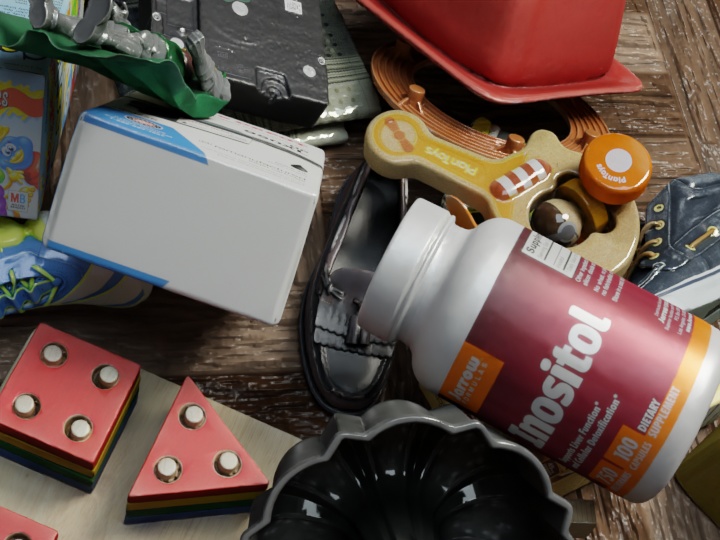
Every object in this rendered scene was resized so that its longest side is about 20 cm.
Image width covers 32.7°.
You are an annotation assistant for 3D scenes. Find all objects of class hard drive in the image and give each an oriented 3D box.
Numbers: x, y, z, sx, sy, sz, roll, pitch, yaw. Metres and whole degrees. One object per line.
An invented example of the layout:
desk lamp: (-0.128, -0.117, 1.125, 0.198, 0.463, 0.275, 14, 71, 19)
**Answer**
hard drive: (-0.098, -0.208, 0.918, 0.138, 0.038, 0.203, 10, 56, -26)

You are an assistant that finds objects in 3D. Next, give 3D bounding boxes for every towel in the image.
towel: (-0.099, -0.172, 0.960, 0.197, 0.035, 0.195, -12, 61, -18)

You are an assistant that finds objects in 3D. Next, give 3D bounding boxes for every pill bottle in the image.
pill bottle: (0.102, 0.042, 0.722, 0.198, 0.114, 0.114, 27, 57, 7)

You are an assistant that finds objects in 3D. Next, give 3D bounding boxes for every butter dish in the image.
butter dish: (0.119, -0.230, 0.939, 0.197, 0.149, 0.200, -11, 42, -41)

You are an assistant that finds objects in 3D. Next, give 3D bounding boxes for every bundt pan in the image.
bundt pan: (0.021, 0.164, 0.711, 0.198, 0.205, 0.076, 4, 15, -12)

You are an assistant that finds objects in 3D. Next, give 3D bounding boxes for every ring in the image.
ring: (0.103, -0.134, 0.942, 0.197, 0.019, 0.202, 14, 32, -9)

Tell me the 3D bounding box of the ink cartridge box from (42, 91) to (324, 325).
ink cartridge box: (-0.101, -0.049, 0.780, 0.142, 0.200, 0.085, 19, 101, -4)

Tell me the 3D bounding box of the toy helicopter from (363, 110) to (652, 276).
toy helicopter: (0.087, -0.045, 0.817, 0.198, 0.079, 0.133, 25, 65, 12)

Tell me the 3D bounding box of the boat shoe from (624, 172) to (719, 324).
boat shoe: (0.207, 0.000, 0.847, 0.198, 0.071, 0.091, -23, 63, -32)

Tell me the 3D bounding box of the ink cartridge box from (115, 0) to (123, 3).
ink cartridge box: (-0.249, -0.291, 0.970, 0.197, 0.042, 0.120, 23, 52, 5)

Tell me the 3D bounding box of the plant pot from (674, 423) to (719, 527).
plant pot: (0.367, 0.113, 0.804, 0.193, 0.201, 0.196, -35, 72, -29)

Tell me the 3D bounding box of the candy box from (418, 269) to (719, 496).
candy box: (0.154, 0.080, 0.854, 0.198, 0.056, 0.116, -20, 65, -23)

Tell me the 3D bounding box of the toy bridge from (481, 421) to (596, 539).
toy bridge: (0.108, 0.078, 0.794, 0.066, 0.027, 0.203, 4, 57, -8)

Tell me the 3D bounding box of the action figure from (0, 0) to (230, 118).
action figure: (-0.130, -0.130, 0.752, 0.117, 0.200, 0.055, 22, 92, 17)

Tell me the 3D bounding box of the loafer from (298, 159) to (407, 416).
loafer: (0.000, 0.000, 0.858, 0.071, 0.063, 0.203, 12, 57, -6)

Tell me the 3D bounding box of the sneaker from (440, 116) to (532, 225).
sneaker: (0.095, -0.028, 0.889, 0.083, 0.075, 0.202, 17, 57, 2)

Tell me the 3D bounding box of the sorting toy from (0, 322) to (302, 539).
sorting toy: (-0.149, 0.143, 0.730, 0.196, 0.070, 0.202, 23, 57, 0)

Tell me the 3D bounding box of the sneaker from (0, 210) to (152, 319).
sneaker: (-0.238, 0.013, 0.787, 0.197, 0.076, 0.106, 15, 59, 3)

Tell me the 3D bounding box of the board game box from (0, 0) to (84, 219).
board game box: (-0.246, -0.136, 0.811, 0.103, 0.104, 0.201, 7, 34, -9)
